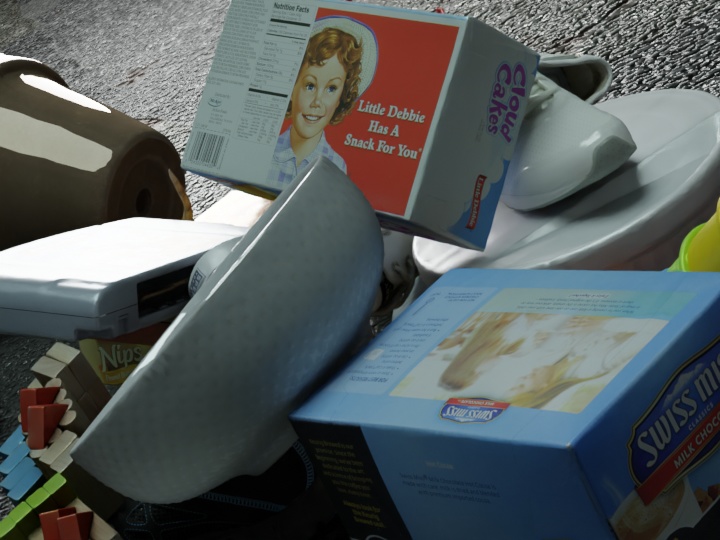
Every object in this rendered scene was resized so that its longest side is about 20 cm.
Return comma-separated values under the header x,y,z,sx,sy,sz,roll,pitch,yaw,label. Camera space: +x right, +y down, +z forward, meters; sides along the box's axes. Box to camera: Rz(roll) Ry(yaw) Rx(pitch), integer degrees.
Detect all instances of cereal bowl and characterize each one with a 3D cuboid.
x,y,z,sx,sy,sz,roll,pitch,yaw,label
-0.054,0.042,1.092,0.200,0.083,0.200,-50,3,4,cereal bowl

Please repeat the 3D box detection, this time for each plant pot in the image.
x,y,z,sx,sy,sz,roll,pitch,yaw,label
-0.239,-0.063,1.719,0.174,0.201,0.200,11,39,30,plant pot

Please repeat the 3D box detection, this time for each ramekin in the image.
x,y,z,sx,sy,sz,roll,pitch,yaw,label
0.136,-0.013,1.230,0.201,0.095,0.203,-24,20,10,ramekin

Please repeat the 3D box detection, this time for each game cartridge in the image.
x,y,z,sx,sy,sz,roll,pitch,yaw,label
-0.149,0.002,1.311,0.132,0.042,0.200,9,16,30,game cartridge

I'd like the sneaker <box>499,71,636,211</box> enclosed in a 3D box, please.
x,y,z,sx,sy,sz,roll,pitch,yaw,label
0.083,-0.087,1.226,0.070,0.081,0.200,-32,22,-18,sneaker

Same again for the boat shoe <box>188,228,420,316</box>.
x,y,z,sx,sy,sz,roll,pitch,yaw,label
0.000,0.000,1.281,0.199,0.071,0.070,-16,42,-28,boat shoe

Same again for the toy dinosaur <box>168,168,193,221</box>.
x,y,z,sx,sy,sz,roll,pitch,yaw,label
-0.142,0.009,1.530,0.201,0.060,0.106,-57,-4,23,toy dinosaur

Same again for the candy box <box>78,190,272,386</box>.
x,y,z,sx,sy,sz,roll,pitch,yaw,label
-0.085,0.012,1.431,0.115,0.056,0.200,4,28,30,candy box

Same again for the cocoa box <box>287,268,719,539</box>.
x,y,z,sx,sy,sz,roll,pitch,yaw,label
0.091,0.086,0.999,0.133,0.132,0.199,-40,24,-31,cocoa box

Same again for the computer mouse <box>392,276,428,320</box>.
x,y,z,sx,sy,sz,roll,pitch,yaw,label
0.092,-0.027,1.387,0.200,0.044,0.109,-39,24,-28,computer mouse

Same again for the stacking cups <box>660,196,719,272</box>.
x,y,z,sx,sy,sz,roll,pitch,yaw,label
0.150,0.033,1.042,0.061,0.060,0.200,-45,-6,-39,stacking cups

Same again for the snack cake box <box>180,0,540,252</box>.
x,y,z,sx,sy,sz,roll,pitch,yaw,label
-0.004,-0.089,1.223,0.199,0.067,0.116,15,86,46,snack cake box

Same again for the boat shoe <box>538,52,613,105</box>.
x,y,z,sx,sy,sz,roll,pitch,yaw,label
0.102,-0.103,1.417,0.069,0.071,0.200,-14,16,40,boat shoe

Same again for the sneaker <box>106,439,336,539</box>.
x,y,z,sx,sy,sz,roll,pitch,yaw,label
-0.111,0.129,1.217,0.199,0.082,0.073,-23,24,15,sneaker

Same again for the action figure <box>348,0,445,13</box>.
x,y,z,sx,sy,sz,roll,pitch,yaw,label
0.032,-0.147,1.456,0.065,0.100,0.200,6,9,17,action figure

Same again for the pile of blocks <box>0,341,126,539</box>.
x,y,z,sx,sy,sz,roll,pitch,yaw,label
-0.173,0.108,1.163,0.082,0.062,0.200,-26,36,4,pile of blocks
